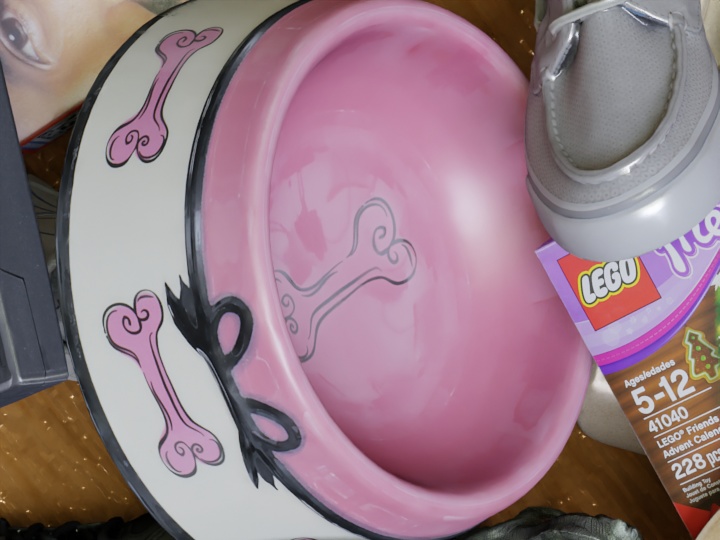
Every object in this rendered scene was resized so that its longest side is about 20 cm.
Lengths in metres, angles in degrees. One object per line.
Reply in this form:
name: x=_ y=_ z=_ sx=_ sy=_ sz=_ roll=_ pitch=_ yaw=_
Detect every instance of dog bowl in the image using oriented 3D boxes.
dog bowl: x=0.000 y=0.000 z=0.766 sx=0.073 sy=0.199 sz=0.202 roll=-11 pitch=93 yaw=42

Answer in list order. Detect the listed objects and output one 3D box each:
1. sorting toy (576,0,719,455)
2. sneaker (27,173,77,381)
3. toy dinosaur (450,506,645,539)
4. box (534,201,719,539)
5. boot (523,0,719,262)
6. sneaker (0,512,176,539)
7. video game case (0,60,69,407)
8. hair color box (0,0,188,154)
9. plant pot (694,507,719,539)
sorting toy: x=0.188 y=-0.013 z=0.847 sx=0.184 sy=0.036 sz=0.202 roll=15 pitch=97 yaw=0
sneaker: x=-0.107 y=0.004 z=0.823 sx=0.198 sy=0.087 sz=0.075 roll=6 pitch=95 yaw=2
toy dinosaur: x=0.031 y=0.115 z=0.821 sx=0.199 sy=0.088 sz=0.048 roll=-22 pitch=71 yaw=27
box: x=0.171 y=0.007 z=0.733 sx=0.199 sy=0.039 sz=0.138 roll=-29 pitch=92 yaw=28
boot: x=0.069 y=-0.091 z=0.754 sx=0.073 sy=0.201 sz=0.096 roll=-23 pitch=120 yaw=16
sneaker: x=-0.121 y=0.119 z=0.835 sx=0.199 sy=0.071 sz=0.098 roll=-29 pitch=94 yaw=3
video game case: x=-0.179 y=-0.038 z=0.780 sx=0.180 sy=0.025 sz=0.202 roll=-22 pitch=78 yaw=42
hair color box: x=-0.067 y=-0.139 z=0.828 sx=0.199 sy=0.064 sz=0.111 roll=-33 pitch=92 yaw=3
plant pot: x=0.183 y=0.141 z=0.713 sx=0.199 sy=0.027 sz=0.202 roll=5 pitch=100 yaw=31
